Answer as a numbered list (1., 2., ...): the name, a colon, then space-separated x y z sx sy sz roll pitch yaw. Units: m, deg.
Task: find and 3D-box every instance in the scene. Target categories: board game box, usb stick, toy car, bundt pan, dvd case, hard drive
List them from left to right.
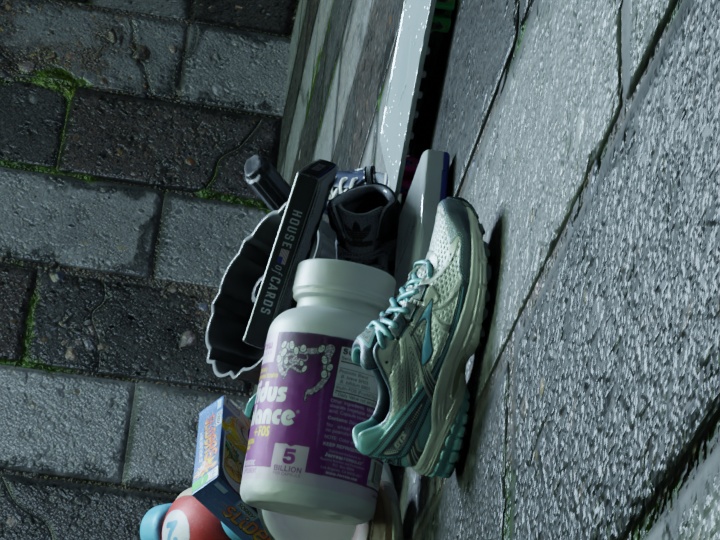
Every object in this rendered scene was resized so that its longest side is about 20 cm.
1. toy car: -0.164 0.351 1.931 0.184 0.177 0.200 -19 31 46
2. board game box: -0.079 0.227 1.736 0.034 0.200 0.135 -36 25 18
3. bundt pan: -0.074 0.033 1.875 0.202 0.076 0.202 -39 36 37
4. dvd case: -0.058 -0.019 1.579 0.200 0.025 0.151 -55 -17 -83
5. usb stick: -0.056 -0.044 1.961 0.033 0.200 0.055 -35 26 12
6. hard drive: 0.047 0.017 1.543 0.132 0.025 0.200 109 167 -62
7. board game box: 0.054 -0.193 1.763 0.200 0.026 0.200 -99 19 -69

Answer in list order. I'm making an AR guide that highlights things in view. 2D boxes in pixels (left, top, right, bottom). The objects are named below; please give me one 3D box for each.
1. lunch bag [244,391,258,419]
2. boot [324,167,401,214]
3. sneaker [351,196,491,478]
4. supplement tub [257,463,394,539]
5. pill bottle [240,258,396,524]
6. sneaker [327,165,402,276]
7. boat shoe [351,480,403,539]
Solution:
1. lunch bag: -0.084 0.213 2.062 0.170 0.122 0.200 110 171 -55
2. boot: -0.010 -0.071 1.881 0.200 0.090 0.073 -160 78 -84
3. sneaker: 0.041 0.045 1.284 0.078 0.086 0.200 -161 79 -83
4. supplement tub: -0.036 0.174 1.650 0.200 0.122 0.123 -105 24 -75
5. pill bottle: -0.028 0.097 1.463 0.112 0.112 0.200 122 158 -75
6. sneaker: 0.000 0.000 1.657 0.114 0.075 0.200 77 -163 -51
7. boat shoe: -0.007 0.271 1.488 0.076 0.072 0.200 164 114 -83
